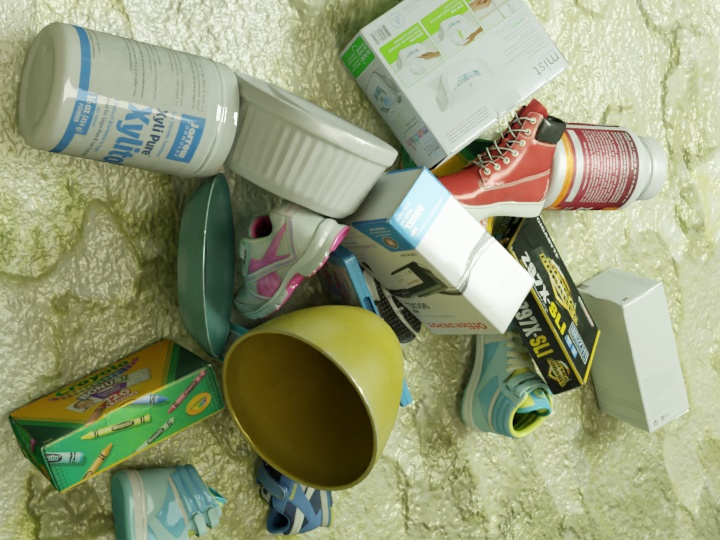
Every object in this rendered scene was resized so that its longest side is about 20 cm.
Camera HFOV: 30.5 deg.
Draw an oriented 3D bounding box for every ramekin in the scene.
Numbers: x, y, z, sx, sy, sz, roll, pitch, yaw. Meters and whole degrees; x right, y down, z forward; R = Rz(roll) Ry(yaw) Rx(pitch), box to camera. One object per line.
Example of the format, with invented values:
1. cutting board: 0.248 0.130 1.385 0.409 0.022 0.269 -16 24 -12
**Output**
1. ramekin: -0.069 -0.134 1.447 0.201 0.202 0.095 21 101 -33

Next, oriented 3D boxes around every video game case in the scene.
1. video game case: -0.006 0.052 1.550 0.018 0.143 0.201 -27 114 -13

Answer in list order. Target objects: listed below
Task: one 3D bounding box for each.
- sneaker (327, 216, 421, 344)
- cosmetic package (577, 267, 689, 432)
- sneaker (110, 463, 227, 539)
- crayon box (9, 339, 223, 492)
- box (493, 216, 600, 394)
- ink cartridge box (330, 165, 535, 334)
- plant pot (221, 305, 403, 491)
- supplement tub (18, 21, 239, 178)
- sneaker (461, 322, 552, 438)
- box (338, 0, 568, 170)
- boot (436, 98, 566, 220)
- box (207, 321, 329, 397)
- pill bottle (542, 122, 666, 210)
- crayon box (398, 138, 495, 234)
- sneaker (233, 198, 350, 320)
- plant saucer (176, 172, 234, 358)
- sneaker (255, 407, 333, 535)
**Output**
1. sneaker: 0.000 0.000 1.588 0.073 0.080 0.201 -22 93 -33
2. cosmetic package: 0.370 0.108 1.809 0.081 0.113 0.201 -25 115 -24
3. sneaker: -0.212 0.317 1.522 0.130 0.079 0.202 -10 106 -28
4. crayon box: -0.263 0.152 1.422 0.199 0.119 0.059 -26 113 -24
5. box: 0.231 0.034 1.667 0.201 0.049 0.160 61 27 -12
6. ink cartridge box: 0.079 -0.018 1.501 0.200 0.144 0.084 43 68 -22
7. plant pot: -0.031 0.117 1.443 0.142 0.199 0.201 -42 121 -45
8. supplement tub: -0.240 -0.173 1.366 0.199 0.132 0.133 9 96 -31
9. sneaker: 0.207 0.121 1.692 0.079 0.130 0.202 8 94 -32
10. box: 0.111 -0.246 1.545 0.200 0.097 0.177 -38 93 -19
11. boot: 0.154 -0.136 1.557 0.199 0.072 0.145 -7 123 -37
12. box: -0.076 0.122 1.559 0.199 0.082 0.049 27 86 -33
13. pill bottle: 0.296 -0.134 1.709 0.199 0.113 0.114 -1 101 -30
14. crayon box: 0.102 -0.067 1.639 0.118 0.058 0.202 2 100 -32
15. sneaker: -0.095 -0.019 1.475 0.088 0.200 0.081 42 45 -5
16. plant saucer: -0.169 -0.006 1.434 0.036 0.200 0.202 1 103 3
17. sneaker: -0.083 0.241 1.569 0.082 0.074 0.201 -16 124 -15
